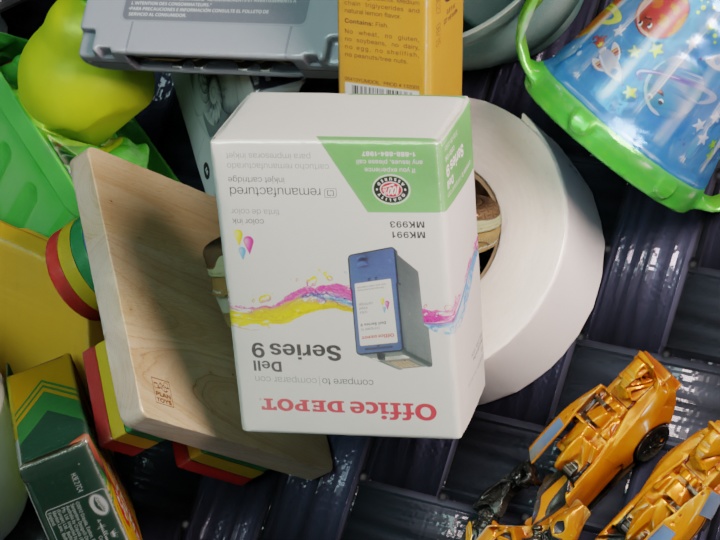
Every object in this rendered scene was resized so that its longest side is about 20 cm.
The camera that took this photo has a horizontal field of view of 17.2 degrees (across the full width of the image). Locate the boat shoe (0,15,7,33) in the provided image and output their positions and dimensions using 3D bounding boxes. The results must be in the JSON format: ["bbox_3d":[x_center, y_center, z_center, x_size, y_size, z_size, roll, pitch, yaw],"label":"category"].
[{"bbox_3d":[-0.358,-0.131,1.875,0.200,0.074,0.067,-28,101,3],"label":"boat shoe"}]

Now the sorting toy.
[{"bbox_3d":[-0.124,0.042,1.606,0.070,0.200,0.199,-29,60,27],"label":"sorting toy"}]

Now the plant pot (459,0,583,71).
[{"bbox_3d":[0.079,-0.219,1.629,0.200,0.134,0.200,-10,68,25],"label":"plant pot"}]

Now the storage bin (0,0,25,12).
[{"bbox_3d":[-0.333,-0.217,1.792,0.200,0.094,0.135,-31,13,-29],"label":"storage bin"}]

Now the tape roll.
[{"bbox_3d":[0.060,-0.013,1.601,0.202,0.071,0.202,-10,67,25],"label":"tape roll"}]

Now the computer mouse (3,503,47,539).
[{"bbox_3d":[-0.288,0.231,1.718,0.200,0.034,0.059,-38,60,11],"label":"computer mouse"}]

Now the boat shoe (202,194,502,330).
[{"bbox_3d":[0.000,0.000,1.556,0.200,0.072,0.076,-9,100,19],"label":"boat shoe"}]

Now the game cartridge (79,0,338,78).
[{"bbox_3d":[-0.084,-0.196,1.593,0.200,0.040,0.133,5,75,23],"label":"game cartridge"}]

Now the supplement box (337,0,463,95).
[{"bbox_3d":[0.025,-0.170,1.498,0.069,0.067,0.200,11,118,18],"label":"supplement box"}]

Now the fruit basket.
[{"bbox_3d":[-0.197,-0.114,1.722,0.216,0.155,0.216,-7,78,38],"label":"fruit basket"}]

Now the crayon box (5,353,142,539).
[{"bbox_3d":[-0.190,0.138,1.598,0.051,0.127,0.200,-22,21,-4],"label":"crayon box"}]

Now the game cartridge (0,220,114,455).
[{"bbox_3d":[-0.258,0.044,1.712,0.200,0.032,0.176,21,124,30],"label":"game cartridge"}]

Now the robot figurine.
[{"bbox_3d":[0.144,0.154,1.500,0.200,0.058,0.145,-48,56,4],"label":"robot figurine"}]

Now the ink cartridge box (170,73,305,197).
[{"bbox_3d":[-0.092,-0.179,1.687,0.200,0.041,0.200,118,140,-53],"label":"ink cartridge box"}]

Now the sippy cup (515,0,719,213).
[{"bbox_3d":[0.196,-0.127,1.520,0.130,0.178,0.140,-51,45,13],"label":"sippy cup"}]

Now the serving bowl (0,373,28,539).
[{"bbox_3d":[-0.287,0.099,1.679,0.066,0.200,0.200,-27,54,-23],"label":"serving bowl"}]

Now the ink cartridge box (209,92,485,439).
[{"bbox_3d":[-0.004,-0.002,1.472,0.145,0.088,0.200,2,116,14],"label":"ink cartridge box"}]
